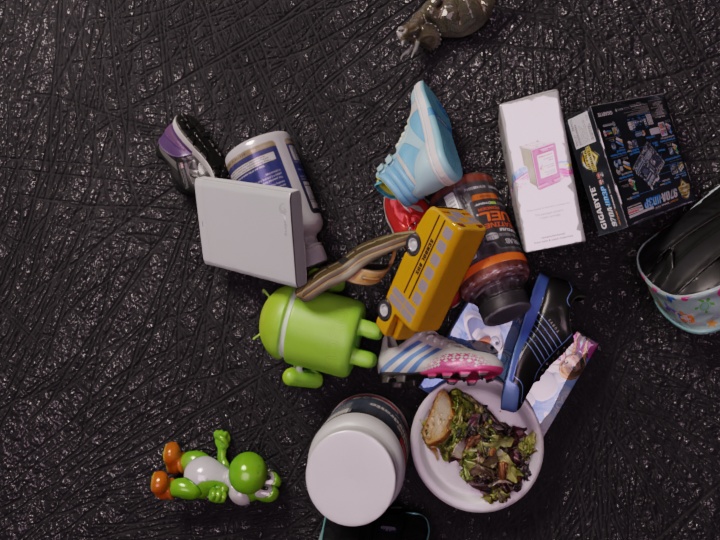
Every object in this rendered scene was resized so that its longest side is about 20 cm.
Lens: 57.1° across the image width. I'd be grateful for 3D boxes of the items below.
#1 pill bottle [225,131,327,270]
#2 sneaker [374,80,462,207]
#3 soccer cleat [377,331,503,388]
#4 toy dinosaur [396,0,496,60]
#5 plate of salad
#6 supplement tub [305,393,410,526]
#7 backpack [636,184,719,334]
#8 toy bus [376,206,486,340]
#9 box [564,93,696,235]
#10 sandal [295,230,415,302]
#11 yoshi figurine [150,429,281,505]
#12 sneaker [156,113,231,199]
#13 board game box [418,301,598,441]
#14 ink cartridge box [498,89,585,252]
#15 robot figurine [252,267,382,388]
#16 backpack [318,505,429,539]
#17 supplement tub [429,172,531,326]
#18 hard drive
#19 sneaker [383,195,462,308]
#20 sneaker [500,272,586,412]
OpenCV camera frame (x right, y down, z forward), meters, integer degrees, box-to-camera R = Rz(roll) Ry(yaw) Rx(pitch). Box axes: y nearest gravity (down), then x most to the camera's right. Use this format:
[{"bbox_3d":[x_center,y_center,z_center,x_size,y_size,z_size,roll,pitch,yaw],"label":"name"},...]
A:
[{"bbox_3d":[-0.122,-0.095,1.005,0.109,0.111,0.205,-22,88,8],"label":"pill bottle"},{"bbox_3d":[0.069,-0.181,0.970,0.129,0.079,0.204,-31,43,27],"label":"sneaker"},{"bbox_3d":[0.110,0.119,0.958,0.195,0.070,0.089,-8,67,29],"label":"soccer cleat"},{"bbox_3d":[0.142,-0.390,0.990,0.195,0.077,0.105,-15,101,3],"label":"toy dinosaur"},{"bbox_3d":[0.168,0.257,0.966,0.194,0.048,0.206,1,94,11],"label":"plate of salad"},{"bbox_3d":[0.000,0.266,0.952,0.136,0.200,0.145,0,92,7],"label":"supplement tub"},{"bbox_3d":[0.485,-0.008,0.888,0.197,0.179,0.152,-31,118,8],"label":"backpack"},{"bbox_3d":[0.092,0.012,0.905,0.078,0.064,0.204,45,123,39],"label":"toy bus"},{"bbox_3d":[0.373,-0.150,0.904,0.197,0.046,0.163,-18,90,-37],"label":"box"},{"bbox_3d":[0.000,0.000,0.949,0.197,0.080,0.055,-30,102,-1],"label":"sandal"},{"bbox_3d":[-0.222,0.314,1.035,0.194,0.112,0.116,5,86,5],"label":"yoshi figurine"},{"bbox_3d":[-0.248,-0.141,1.054,0.087,0.075,0.202,-36,86,27],"label":"sneaker"},{"bbox_3d":[0.220,0.141,0.997,0.197,0.043,0.202,30,96,7],"label":"board game box"},{"bbox_3d":[0.250,-0.134,0.934,0.082,0.144,0.206,-9,90,11],"label":"ink cartridge box"},{"bbox_3d":[-0.065,0.090,0.999,0.195,0.116,0.181,13,87,8],"label":"robot figurine"},{"bbox_3d":[0.009,0.456,0.957,0.171,0.200,0.158,9,109,6],"label":"backpack"},{"bbox_3d":[0.174,-0.028,0.937,0.105,0.107,0.204,-21,67,8],"label":"supplement tub"},{"bbox_3d":[-0.162,-0.059,0.958,0.196,0.026,0.136,13,114,36],"label":"hard drive"},{"bbox_3d":[0.099,-0.038,0.988,0.076,0.085,0.203,-31,87,7],"label":"sneaker"},{"bbox_3d":[0.256,0.108,0.928,0.076,0.070,0.205,18,84,13],"label":"sneaker"}]
